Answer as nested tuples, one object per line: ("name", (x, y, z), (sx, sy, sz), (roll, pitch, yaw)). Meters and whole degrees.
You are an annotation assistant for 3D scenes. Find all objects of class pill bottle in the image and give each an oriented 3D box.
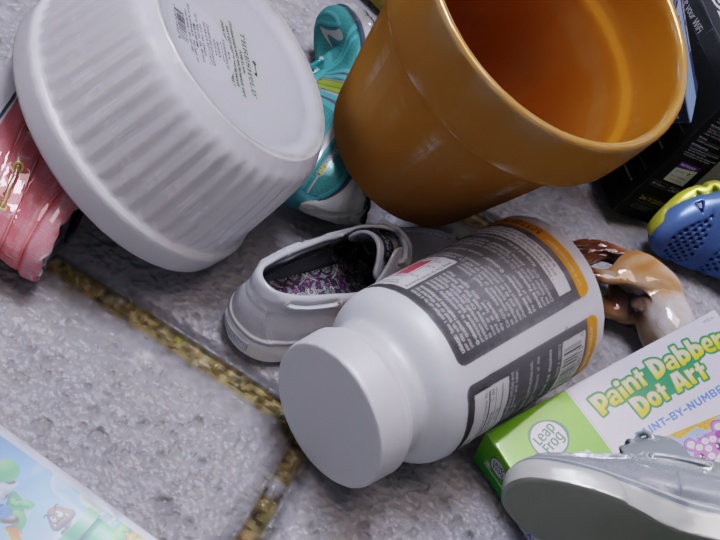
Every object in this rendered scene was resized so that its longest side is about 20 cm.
("pill bottle", (0.052, 0.050, 0.974), (0.199, 0.117, 0.117), (-26, 67, -36))

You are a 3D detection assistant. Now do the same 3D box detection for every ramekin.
("ramekin", (-0.111, -0.111, 0.980), (0.200, 0.104, 0.202), (41, 32, -33))

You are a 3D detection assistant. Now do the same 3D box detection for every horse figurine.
("horse figurine", (0.203, 0.046, 1.110), (0.132, 0.050, 0.201), (-23, 69, -31))

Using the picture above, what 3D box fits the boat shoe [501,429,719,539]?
("boat shoe", (0.181, 0.138, 0.939), (0.198, 0.070, 0.072), (15, 47, -5))

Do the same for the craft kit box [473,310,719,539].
("craft kit box", (0.207, 0.149, 0.996), (0.198, 0.049, 0.198), (-25, 63, -23))

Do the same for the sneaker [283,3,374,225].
("sneaker", (-0.027, -0.121, 1.114), (0.079, 0.078, 0.202), (9, 49, -9))

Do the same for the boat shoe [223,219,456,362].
("boat shoe", (0.000, 0.000, 1.025), (0.198, 0.069, 0.072), (-10, 58, -35))

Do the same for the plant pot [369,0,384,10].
("plant pot", (0.075, -0.315, 1.255), (0.199, 0.195, 0.195), (34, 44, 14))

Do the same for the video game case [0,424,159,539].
("video game case", (-0.179, 0.167, 0.812), (0.199, 0.018, 0.143), (33, 45, 10))

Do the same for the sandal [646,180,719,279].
("sandal", (0.313, -0.012, 1.199), (0.198, 0.080, 0.088), (9, 53, -19))

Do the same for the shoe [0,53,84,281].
("shoe", (-0.200, -0.082, 0.993), (0.090, 0.072, 0.201), (29, 49, -6))

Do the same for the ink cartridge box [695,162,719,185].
("ink cartridge box", (0.322, -0.164, 1.275), (0.084, 0.145, 0.201), (32, 44, -18))

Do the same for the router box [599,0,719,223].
("router box", (0.230, -0.162, 1.222), (0.051, 0.149, 0.202), (14, 46, -35))

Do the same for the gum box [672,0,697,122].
("gum box", (0.131, -0.179, 1.113), (0.197, 0.171, 0.045), (1, 47, 22))

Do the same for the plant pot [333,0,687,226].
("plant pot", (0.078, -0.125, 1.010), (0.198, 0.183, 0.202), (16, 58, -27))
